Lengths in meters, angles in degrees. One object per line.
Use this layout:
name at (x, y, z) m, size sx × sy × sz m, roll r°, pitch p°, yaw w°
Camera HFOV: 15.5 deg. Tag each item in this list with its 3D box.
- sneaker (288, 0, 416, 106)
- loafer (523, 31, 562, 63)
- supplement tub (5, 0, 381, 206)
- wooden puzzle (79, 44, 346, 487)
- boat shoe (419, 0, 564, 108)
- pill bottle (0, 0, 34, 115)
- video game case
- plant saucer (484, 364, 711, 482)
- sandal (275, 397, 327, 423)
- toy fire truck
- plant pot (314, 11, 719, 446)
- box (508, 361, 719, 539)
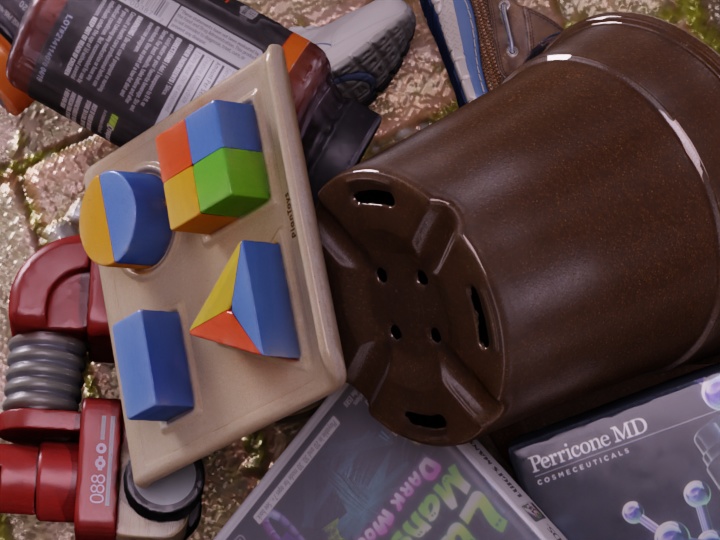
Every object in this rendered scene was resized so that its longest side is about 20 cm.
sneaker at (-0.060, -0.116, 1.585) m, size 0.200 × 0.075 × 0.087 m, roll -29°, pitch 68°, yaw -4°
loafer at (0.154, -0.049, 1.490) m, size 0.072 × 0.063 × 0.200 m, roll -37°, pitch 82°, yaw 25°
supplement tub at (-0.091, -0.104, 1.489) m, size 0.200 × 0.107 × 0.107 m, roll 29°, pitch 78°, yaw -1°
wooden puzzle at (-0.090, 0.000, 1.391) m, size 0.046 × 0.200 × 0.185 m, roll 2°, pitch 68°, yaw -38°
boat shoe at (0.088, -0.124, 1.571) m, size 0.072 × 0.072 × 0.200 m, roll -18°, pitch 73°, yaw -2°
pill bottle at (-0.161, -0.184, 1.594) m, size 0.200 × 0.106 × 0.106 m, roll -44°, pitch 75°, yaw -8°
video game case at (0.012, 0.171, 1.430) m, size 0.182 × 0.023 × 0.200 m, roll 47°, pitch 117°, yaw 18°
plant saucer at (0.161, 0.055, 1.530) m, size 0.200 × 0.037 × 0.200 m, roll -2°, pitch 73°, yaw 5°
sandal at (0.000, 0.000, 1.485) m, size 0.200 × 0.054 × 0.080 m, roll -42°, pitch 61°, yaw -11°
toy fire truck at (-0.188, 0.072, 1.527) m, size 0.200 × 0.129 × 0.176 m, roll 3°, pitch 73°, yaw -4°
plant pot at (0.089, -0.011, 1.378) m, size 0.198 × 0.200 × 0.200 m, roll -25°, pitch 70°, yaw -36°
box at (0.184, 0.160, 1.429) m, size 0.148 × 0.107 × 0.200 m, roll -21°, pitch 87°, yaw 7°
